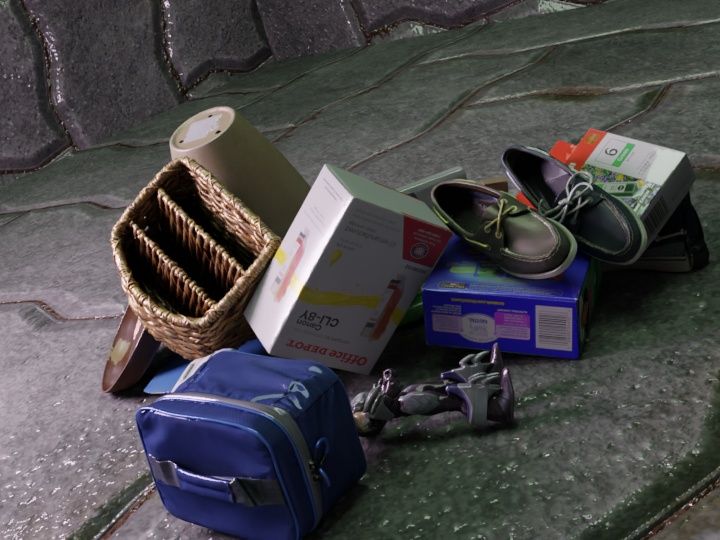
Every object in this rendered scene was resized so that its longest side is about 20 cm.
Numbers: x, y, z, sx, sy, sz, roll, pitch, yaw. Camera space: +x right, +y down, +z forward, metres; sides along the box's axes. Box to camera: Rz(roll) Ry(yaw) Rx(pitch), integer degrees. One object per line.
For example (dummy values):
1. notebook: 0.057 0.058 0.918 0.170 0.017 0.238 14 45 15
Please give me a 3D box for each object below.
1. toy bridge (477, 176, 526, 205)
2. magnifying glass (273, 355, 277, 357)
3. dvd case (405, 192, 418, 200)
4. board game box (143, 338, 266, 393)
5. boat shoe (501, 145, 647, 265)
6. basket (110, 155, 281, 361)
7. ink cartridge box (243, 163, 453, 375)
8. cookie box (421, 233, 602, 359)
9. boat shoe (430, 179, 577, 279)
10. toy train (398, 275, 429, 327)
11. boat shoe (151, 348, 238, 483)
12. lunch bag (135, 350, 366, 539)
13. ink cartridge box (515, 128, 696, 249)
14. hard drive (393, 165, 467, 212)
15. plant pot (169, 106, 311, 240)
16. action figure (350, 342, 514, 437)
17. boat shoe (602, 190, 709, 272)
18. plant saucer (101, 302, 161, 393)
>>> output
1. toy bridge: 0.163 -0.062 1.202 0.067 0.027 0.200 -9 26 -6
2. magnifying glass: -0.083 0.063 1.306 0.022 0.080 0.200 -12 30 16
3. dvd case: 0.000 0.000 1.241 0.150 0.200 0.025 -22 56 -14
4. board game box: -0.173 0.120 1.266 0.158 0.039 0.200 -18 13 11
5. boat shoe: 0.229 -0.077 1.122 0.062 0.075 0.200 18 27 -46
6. basket: -0.201 -0.010 1.188 0.143 0.149 0.200 -30 57 -28
7. ink cartridge box: -0.014 0.005 1.128 0.145 0.200 0.083 17 22 -36
8. cookie box: 0.177 0.014 1.158 0.171 0.075 0.200 4 27 19
9. boat shoe: 0.147 -0.048 1.101 0.072 0.060 0.202 -55 37 -3
10. toy train: 0.096 0.031 1.280 0.200 0.042 0.056 -22 31 -14
11. boat shoe: -0.181 0.163 1.089 0.067 0.074 0.200 -13 27 26
12. lunch bag: -0.099 0.166 0.931 0.200 0.136 0.132 1 27 39
13. ink cartridge box: 0.272 -0.105 1.192 0.200 0.050 0.109 26 73 45
14. hard drive: 0.060 -0.043 1.365 0.199 0.132 0.026 -21 19 -10
15. plant pot: -0.162 -0.106 1.339 0.187 0.200 0.188 -18 36 14
16. action figure: 0.047 0.127 1.005 0.199 0.070 0.130 -11 7 1
17. boat shoe: 0.315 -0.052 1.236 0.200 0.093 0.075 -1 25 37
18. plant saucer: -0.282 0.070 1.338 0.034 0.201 0.200 23 9 -19
